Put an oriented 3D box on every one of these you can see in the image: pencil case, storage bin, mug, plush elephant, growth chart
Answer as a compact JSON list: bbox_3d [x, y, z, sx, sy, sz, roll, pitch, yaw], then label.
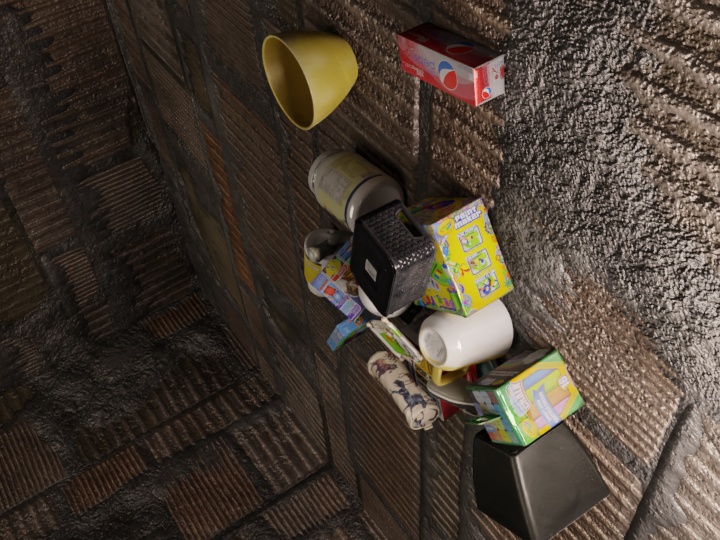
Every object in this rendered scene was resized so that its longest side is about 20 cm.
[{"bbox_3d":[0.098,0.274,1.801,0.200,0.078,0.090,50,173,34],"label":"pencil case"},{"bbox_3d":[0.057,-0.021,1.503,0.135,0.094,0.200,53,157,24],"label":"storage bin"},{"bbox_3d":[0.202,0.145,1.573,0.149,0.153,0.187,3,108,52],"label":"mug"},{"bbox_3d":[0.000,-0.029,1.904,0.155,0.200,0.165,7,128,37],"label":"plush elephant"},{"bbox_3d":[0.077,0.155,1.717,0.145,0.018,0.200,46,168,-4],"label":"growth chart"}]

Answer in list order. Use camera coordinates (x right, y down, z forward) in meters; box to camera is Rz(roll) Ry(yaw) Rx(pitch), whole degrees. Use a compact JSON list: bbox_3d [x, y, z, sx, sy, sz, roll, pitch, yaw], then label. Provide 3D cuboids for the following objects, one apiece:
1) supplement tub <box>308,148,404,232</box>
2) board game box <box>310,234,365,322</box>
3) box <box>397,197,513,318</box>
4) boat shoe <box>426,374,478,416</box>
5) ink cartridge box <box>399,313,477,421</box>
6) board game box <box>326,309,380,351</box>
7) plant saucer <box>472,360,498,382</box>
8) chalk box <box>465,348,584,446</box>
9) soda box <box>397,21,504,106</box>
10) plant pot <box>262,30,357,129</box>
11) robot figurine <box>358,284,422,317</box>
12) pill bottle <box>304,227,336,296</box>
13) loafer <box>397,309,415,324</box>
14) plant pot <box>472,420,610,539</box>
[{"bbox_3d":[-0.013,-0.175,1.738,0.200,0.145,0.145,41,152,43],"label":"supplement tub"},{"bbox_3d":[0.000,0.000,1.815,0.135,0.200,0.034,42,-179,2],"label":"board game box"},{"bbox_3d":[0.166,-0.032,1.532,0.200,0.122,0.193,13,128,64],"label":"box"},{"bbox_3d":[0.238,0.275,1.674,0.199,0.074,0.060,9,131,15],"label":"boat shoe"},{"bbox_3d":[0.182,0.229,1.776,0.176,0.084,0.200,38,150,48],"label":"ink cartridge box"},{"bbox_3d":[0.018,0.122,1.968,0.037,0.200,0.151,56,159,11],"label":"board game box"},{"bbox_3d":[0.252,0.196,1.741,0.201,0.039,0.201,50,157,31],"label":"plant saucer"},{"bbox_3d":[0.292,0.249,1.484,0.124,0.200,0.124,62,160,-4],"label":"chalk box"},{"bbox_3d":[0.144,-0.337,1.275,0.200,0.063,0.070,39,151,44],"label":"soda box"},{"bbox_3d":[-0.091,-0.410,1.620,0.200,0.142,0.200,48,155,30],"label":"plant pot"},{"bbox_3d":[0.073,0.012,1.693,0.150,0.200,0.125,14,129,16],"label":"robot figurine"},{"bbox_3d":[-0.100,-0.018,2.188,0.114,0.114,0.200,51,157,25],"label":"pill bottle"},{"bbox_3d":[0.100,0.072,1.823,0.072,0.073,0.200,34,-179,1],"label":"loafer"},{"bbox_3d":[0.335,0.387,1.563,0.199,0.200,0.178,15,130,63],"label":"plant pot"}]
